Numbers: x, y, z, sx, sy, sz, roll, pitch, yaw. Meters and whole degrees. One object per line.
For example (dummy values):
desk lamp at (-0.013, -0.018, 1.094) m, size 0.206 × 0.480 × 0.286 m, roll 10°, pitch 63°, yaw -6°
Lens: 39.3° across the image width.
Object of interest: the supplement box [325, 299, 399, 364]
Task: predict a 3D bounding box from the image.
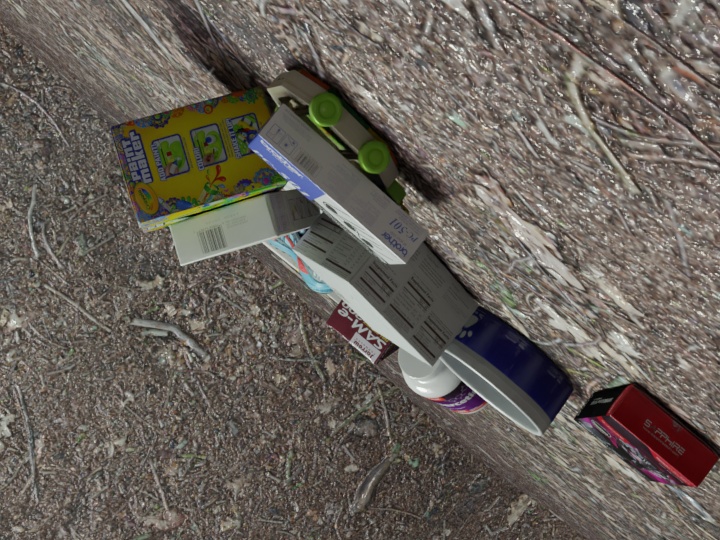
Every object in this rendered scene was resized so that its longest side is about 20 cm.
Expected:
supplement box at (0.033, 0.080, 1.677) m, size 0.108 × 0.061 × 0.200 m, roll 38°, pitch -159°, yaw 11°

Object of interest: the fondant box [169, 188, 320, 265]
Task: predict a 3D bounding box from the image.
fondant box at (-0.147, -0.063, 1.352) m, size 0.200 × 0.142 × 0.059 m, roll -30°, pitch -76°, yaw -73°

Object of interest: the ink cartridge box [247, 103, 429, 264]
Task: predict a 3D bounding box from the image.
ink cartridge box at (-0.025, -0.086, 1.053) m, size 0.199 × 0.044 × 0.094 m, roll 41°, pitch 171°, yaw -9°

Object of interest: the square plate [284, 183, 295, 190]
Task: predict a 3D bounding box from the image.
square plate at (-0.040, -0.080, 1.543) m, size 0.198 × 0.029 × 0.199 m, roll 46°, pitch 171°, yaw -35°

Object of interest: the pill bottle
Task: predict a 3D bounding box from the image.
pill bottle at (0.137, 0.156, 1.602) m, size 0.112 × 0.113 × 0.199 m, roll 35°, pitch -178°, yaw 35°

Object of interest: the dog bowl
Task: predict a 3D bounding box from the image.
dog bowl at (0.201, 0.140, 1.429) m, size 0.199 × 0.079 × 0.200 m, roll 39°, pitch 172°, yaw 6°

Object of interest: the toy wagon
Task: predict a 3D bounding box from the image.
toy wagon at (-0.014, -0.131, 1.064) m, size 0.200 × 0.040 × 0.155 m, roll 42°, pitch 173°, yaw -19°

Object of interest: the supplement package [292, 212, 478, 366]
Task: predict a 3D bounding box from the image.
supplement package at (0.034, 0.009, 1.361) m, size 0.200 × 0.111 × 0.155 m, roll 46°, pitch 170°, yaw -36°

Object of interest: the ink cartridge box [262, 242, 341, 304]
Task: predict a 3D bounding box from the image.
ink cartridge box at (-0.073, -0.031, 1.717) m, size 0.199 × 0.084 × 0.145 m, roll 39°, pitch -177°, yaw 9°

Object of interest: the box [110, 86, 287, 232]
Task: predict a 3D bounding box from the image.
box at (-0.206, -0.135, 1.287) m, size 0.200 × 0.190 × 0.124 m, roll 176°, pitch 77°, yaw -79°

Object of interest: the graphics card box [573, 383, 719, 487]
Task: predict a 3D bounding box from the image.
graphics card box at (0.333, 0.196, 1.195) m, size 0.125 × 0.051 × 0.200 m, roll 39°, pitch 174°, yaw 5°

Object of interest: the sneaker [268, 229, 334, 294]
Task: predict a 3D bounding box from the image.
sneaker at (-0.086, -0.063, 1.575) m, size 0.200 × 0.079 × 0.096 m, roll 46°, pitch 146°, yaw 23°
